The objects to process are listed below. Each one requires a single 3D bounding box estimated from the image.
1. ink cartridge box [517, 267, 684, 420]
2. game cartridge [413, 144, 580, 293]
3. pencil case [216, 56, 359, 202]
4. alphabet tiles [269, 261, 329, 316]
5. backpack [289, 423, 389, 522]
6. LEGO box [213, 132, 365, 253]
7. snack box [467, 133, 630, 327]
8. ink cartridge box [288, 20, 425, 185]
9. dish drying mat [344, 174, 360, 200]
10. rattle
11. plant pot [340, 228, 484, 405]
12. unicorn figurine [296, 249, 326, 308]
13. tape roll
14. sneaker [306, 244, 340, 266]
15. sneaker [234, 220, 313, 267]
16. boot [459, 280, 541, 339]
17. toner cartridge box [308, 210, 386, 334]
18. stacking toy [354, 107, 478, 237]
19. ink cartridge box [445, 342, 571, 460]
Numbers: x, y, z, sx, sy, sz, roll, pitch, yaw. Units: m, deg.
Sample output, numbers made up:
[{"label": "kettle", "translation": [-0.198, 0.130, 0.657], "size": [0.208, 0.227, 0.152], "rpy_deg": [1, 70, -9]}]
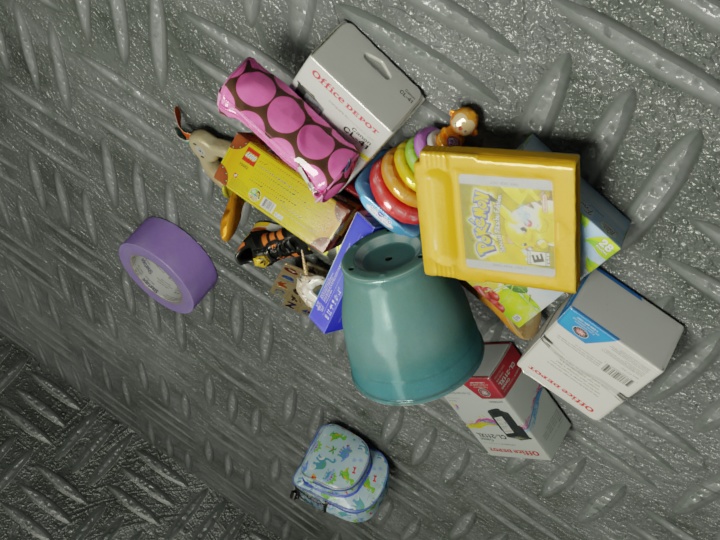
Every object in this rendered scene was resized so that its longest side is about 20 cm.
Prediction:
[{"label": "ink cartridge box", "translation": [0.325, 0.106, 1.249], "size": [0.145, 0.085, 0.200], "rpy_deg": [35, 151, 6]}, {"label": "game cartridge", "translation": [0.164, -0.061, 1.086], "size": [0.198, 0.033, 0.178], "rpy_deg": [6, 124, 23]}, {"label": "pencil case", "translation": [-0.095, -0.176, 1.147], "size": [0.200, 0.094, 0.091], "rpy_deg": [41, 150, 3]}, {"label": "alphabet tiles", "translation": [-0.076, 0.045, 1.641], "size": [0.165, 0.006, 0.200], "rpy_deg": [24, 152, -7]}, {"label": "backpack", "translation": [-0.037, 0.461, 2.040], "size": [0.198, 0.184, 0.148], "rpy_deg": [24, 149, 14]}, {"label": "LEGO box", "translation": [-0.096, -0.119, 1.335], "size": [0.199, 0.078, 0.149], "rpy_deg": [35, -165, 6]}, {"label": "snack box", "translation": [0.208, -0.045, 1.143], "size": [0.168, 0.068, 0.200], "rpy_deg": [40, 133, -3]}, {"label": "ink cartridge box", "translation": [-0.028, -0.211, 1.204], "size": [0.147, 0.086, 0.200], "rpy_deg": [42, 152, -5]}, {"label": "dish drying mat", "translation": [-0.048, -0.154, 1.330], "size": [0.199, 0.077, 0.018], "rpy_deg": [35, 112, 6]}, {"label": "rattle", "translation": [-0.263, -0.158, 1.491], "size": [0.199, 0.144, 0.130], "rpy_deg": [37, 170, -9]}, {"label": "plant pot", "translation": [0.060, 0.050, 1.262], "size": [0.199, 0.200, 0.190], "rpy_deg": [12, 131, 38]}, {"label": "unicorn figurine", "translation": [-0.037, 0.062, 1.557], "size": [0.136, 0.074, 0.201], "rpy_deg": [18, 156, 19]}, {"label": "tape roll", "translation": [-0.404, -0.010, 1.899], "size": [0.199, 0.085, 0.201], "rpy_deg": [27, 149, 18]}, {"label": "sneaker", "translation": [-0.001, -0.034, 1.444], "size": [0.199, 0.076, 0.076], "rpy_deg": [32, 143, -8]}, {"label": "sneaker", "translation": [-0.140, -0.037, 1.561], "size": [0.199, 0.090, 0.070], "rpy_deg": [0, 134, 48]}, {"label": "boot", "translation": [0.170, 0.011, 1.318], "size": [0.143, 0.071, 0.202], "rpy_deg": [3, 130, 53]}, {"label": "toner cartridge box", "translation": [0.000, 0.000, 1.361], "size": [0.043, 0.094, 0.201], "rpy_deg": [43, 123, 28]}, {"label": "stacking toy", "translation": [0.091, -0.143, 1.170], "size": [0.116, 0.110, 0.200], "rpy_deg": [41, 139, -5]}, {"label": "ink cartridge box", "translation": [0.234, 0.219, 1.506], "size": [0.145, 0.083, 0.201], "rpy_deg": [-9, 125, 52]}]
